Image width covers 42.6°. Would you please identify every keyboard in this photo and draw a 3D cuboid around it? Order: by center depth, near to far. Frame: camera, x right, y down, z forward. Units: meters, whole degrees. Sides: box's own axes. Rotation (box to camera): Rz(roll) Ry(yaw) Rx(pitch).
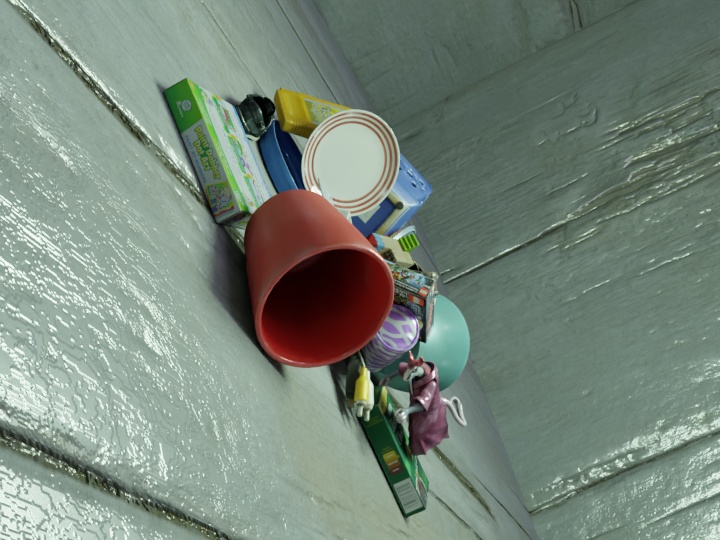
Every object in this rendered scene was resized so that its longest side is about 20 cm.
[{"bbox_3d":[-0.043,-0.061,1.540,0.056,0.010,0.203,50,21,-57],"label":"keyboard"}]

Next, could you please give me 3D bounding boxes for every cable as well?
[{"bbox_3d":[0.006,0.140,1.501,0.097,0.049,0.205,64,32,-79],"label":"cable"}]

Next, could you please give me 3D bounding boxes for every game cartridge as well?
[{"bbox_3d":[-0.069,-0.293,1.804,0.196,0.033,0.177,15,28,-20],"label":"game cartridge"}]

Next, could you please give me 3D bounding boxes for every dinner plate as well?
[{"bbox_3d":[-0.020,-0.202,1.736,0.202,0.198,0.024,60,-7,-29],"label":"dinner plate"}]

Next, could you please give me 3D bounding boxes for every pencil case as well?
[{"bbox_3d":[0.036,0.116,1.576,0.085,0.085,0.200,34,-23,-4],"label":"pencil case"}]

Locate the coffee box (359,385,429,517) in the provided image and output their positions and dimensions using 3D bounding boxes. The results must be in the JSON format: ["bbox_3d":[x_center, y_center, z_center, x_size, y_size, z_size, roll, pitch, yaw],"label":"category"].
[{"bbox_3d":[0.059,0.308,1.593,0.123,0.043,0.203,-51,117,-79],"label":"coffee box"}]

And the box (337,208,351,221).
[{"bbox_3d":[-0.033,-0.050,1.788,0.201,0.038,0.042,78,28,-62],"label":"box"}]

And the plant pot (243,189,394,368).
[{"bbox_3d":[-0.071,-0.003,1.253,0.201,0.198,0.178,56,4,-43],"label":"plant pot"}]

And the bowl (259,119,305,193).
[{"bbox_3d":[-0.133,-0.184,1.744,0.201,0.039,0.203,-90,154,-69],"label":"bowl"}]

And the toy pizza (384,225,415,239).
[{"bbox_3d":[0.033,-0.020,1.829,0.032,0.201,0.200,44,6,11],"label":"toy pizza"}]

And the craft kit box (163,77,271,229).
[{"bbox_3d":[-0.195,-0.160,1.342,0.197,0.048,0.203,20,47,-80],"label":"craft kit box"}]

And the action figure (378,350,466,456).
[{"bbox_3d":[0.113,0.216,1.544,0.135,0.146,0.203,-110,-169,-51],"label":"action figure"}]

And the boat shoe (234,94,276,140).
[{"bbox_3d":[-0.181,-0.277,1.622,0.076,0.065,0.199,64,10,-3],"label":"boat shoe"}]

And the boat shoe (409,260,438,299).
[{"bbox_3d":[0.093,0.011,1.749,0.200,0.070,0.061,-144,-114,-67],"label":"boat shoe"}]

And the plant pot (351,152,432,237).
[{"bbox_3d":[0.013,-0.149,1.899,0.200,0.200,0.180,43,18,-4],"label":"plant pot"}]

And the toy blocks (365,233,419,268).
[{"bbox_3d":[0.000,0.000,1.658,0.136,0.198,0.101,8,51,-61],"label":"toy blocks"}]

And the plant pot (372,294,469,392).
[{"bbox_3d":[0.089,0.138,1.763,0.160,0.198,0.204,9,55,-62],"label":"plant pot"}]

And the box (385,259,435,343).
[{"bbox_3d":[0.058,0.047,1.559,0.134,0.038,0.201,23,-21,14],"label":"box"}]
